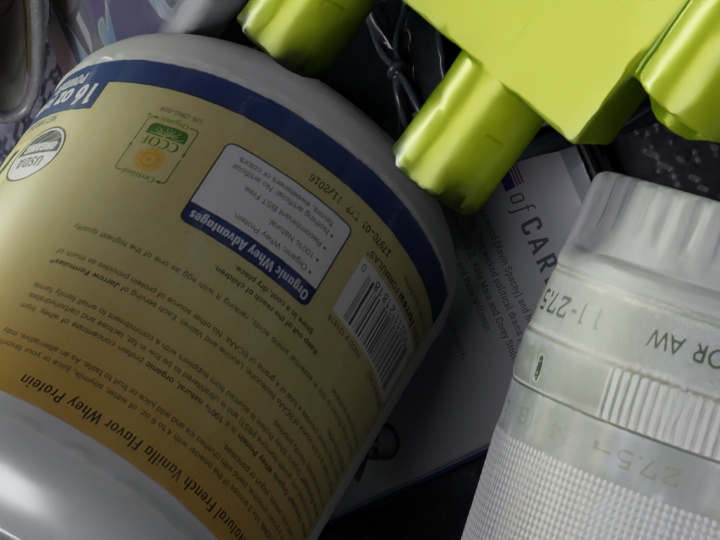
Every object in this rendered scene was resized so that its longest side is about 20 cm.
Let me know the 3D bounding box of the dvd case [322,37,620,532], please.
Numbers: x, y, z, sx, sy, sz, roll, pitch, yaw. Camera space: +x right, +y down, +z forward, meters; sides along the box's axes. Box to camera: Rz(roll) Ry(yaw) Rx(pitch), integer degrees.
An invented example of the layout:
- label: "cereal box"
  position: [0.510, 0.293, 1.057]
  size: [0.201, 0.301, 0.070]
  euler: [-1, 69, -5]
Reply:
- label: "dvd case"
  position: [0.000, 0.000, 0.844]
  size: [0.200, 0.025, 0.150]
  euler: [-27, 81, 31]

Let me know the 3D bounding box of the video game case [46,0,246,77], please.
- label: "video game case"
  position: [-0.097, -0.145, 0.815]
  size: [0.182, 0.023, 0.200]
  euler: [66, 160, 5]

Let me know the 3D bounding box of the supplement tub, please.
- label: "supplement tub"
  position: [-0.073, 0.044, 0.744]
  size: [0.144, 0.200, 0.144]
  euler: [23, 149, 15]

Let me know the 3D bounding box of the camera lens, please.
- label: "camera lens"
  position: [0.107, 0.088, 0.693]
  size: [0.160, 0.160, 0.200]
  euler: [19, 93, 30]

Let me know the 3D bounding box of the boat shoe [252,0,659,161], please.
- label: "boat shoe"
  position: [0.031, -0.063, 0.768]
  size: [0.200, 0.062, 0.075]
  euler: [-9, 91, 34]

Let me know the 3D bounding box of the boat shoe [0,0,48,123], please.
- label: "boat shoe"
  position: [-0.134, -0.122, 0.799]
  size: [0.065, 0.074, 0.202]
  euler: [58, 163, 24]

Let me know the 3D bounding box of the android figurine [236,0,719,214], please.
- label: "android figurine"
  position: [0.053, -0.119, 0.667]
  size: [0.182, 0.041, 0.200]
  euler: [44, 110, 17]
